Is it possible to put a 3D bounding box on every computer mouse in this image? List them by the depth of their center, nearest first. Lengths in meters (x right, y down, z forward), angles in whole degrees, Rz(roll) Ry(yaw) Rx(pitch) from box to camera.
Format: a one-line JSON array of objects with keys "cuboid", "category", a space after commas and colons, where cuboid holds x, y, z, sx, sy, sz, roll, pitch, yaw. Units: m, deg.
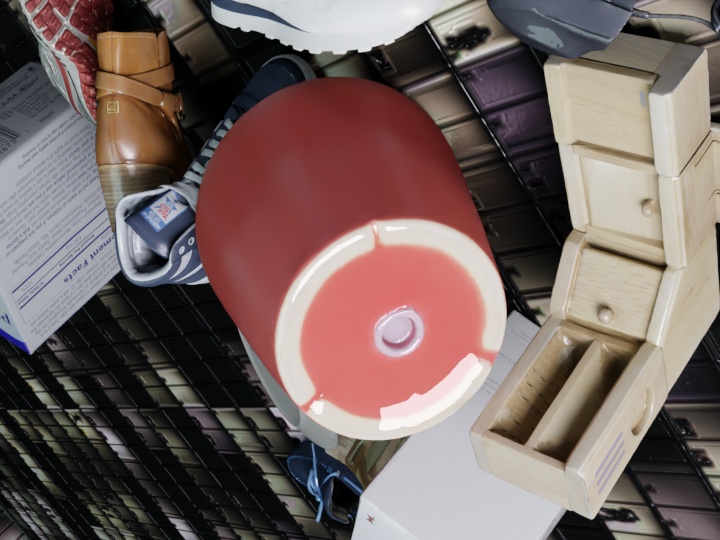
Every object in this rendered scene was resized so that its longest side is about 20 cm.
[{"cuboid": [0.145, -0.134, 0.599, 0.198, 0.059, 0.034, 20, 175, 35], "category": "computer mouse"}]

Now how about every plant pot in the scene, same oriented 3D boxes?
[{"cuboid": [0.000, 0.000, 0.746, 0.202, 0.198, 0.178, 63, 178, -29], "category": "plant pot"}]

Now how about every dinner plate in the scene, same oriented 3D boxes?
[{"cuboid": [-0.080, 0.083, 1.110, 0.201, 0.024, 0.201, 55, 161, 29], "category": "dinner plate"}]

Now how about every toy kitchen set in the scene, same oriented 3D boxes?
[{"cuboid": [0.159, 0.011, 0.637, 0.161, 0.181, 0.202, 19, 145, 35], "category": "toy kitchen set"}]

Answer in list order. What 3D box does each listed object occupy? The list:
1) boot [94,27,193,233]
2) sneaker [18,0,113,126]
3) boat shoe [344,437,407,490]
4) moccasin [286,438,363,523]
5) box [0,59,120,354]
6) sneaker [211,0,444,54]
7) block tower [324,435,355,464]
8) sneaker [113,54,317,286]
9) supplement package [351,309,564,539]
[{"cuboid": [-0.171, -0.120, 0.977, 0.075, 0.200, 0.158, -3, 98, 15], "category": "boot"}, {"cuboid": [-0.250, -0.200, 0.990, 0.081, 0.078, 0.202, 19, 141, 39], "category": "sneaker"}, {"cuboid": [0.037, 0.101, 0.938, 0.073, 0.075, 0.202, 31, 116, 19], "category": "boat shoe"}, {"cuboid": [-0.016, 0.224, 1.223, 0.198, 0.068, 0.081, 5, 132, 49], "category": "moccasin"}, {"cuboid": [-0.317, -0.062, 1.133, 0.104, 0.184, 0.202, 23, 143, 30], "category": "box"}, {"cuboid": [-0.034, -0.193, 0.743, 0.198, 0.076, 0.082, 17, 131, 37], "category": "sneaker"}, {"cuboid": [-0.007, 0.110, 1.090, 0.057, 0.054, 0.202, 25, 145, 29], "category": "block tower"}, {"cuboid": [-0.107, -0.068, 0.859, 0.070, 0.108, 0.201, 40, 111, 18], "category": "sneaker"}, {"cuboid": [0.096, 0.154, 0.869, 0.116, 0.200, 0.118, 35, 149, 16], "category": "supplement package"}]
